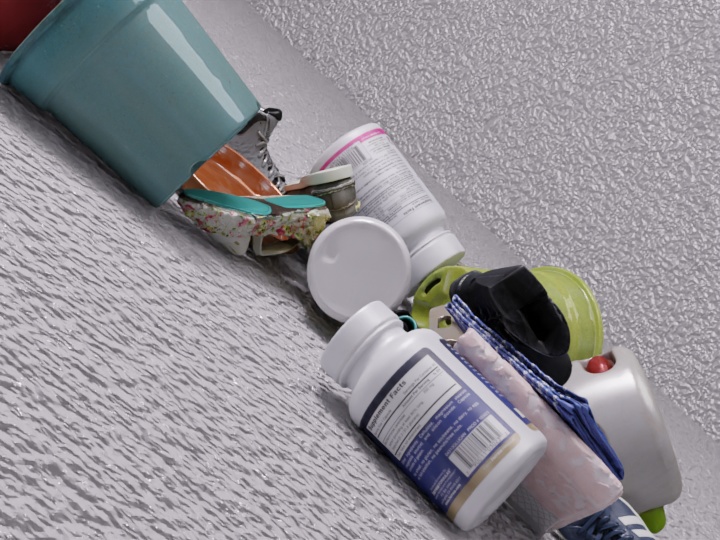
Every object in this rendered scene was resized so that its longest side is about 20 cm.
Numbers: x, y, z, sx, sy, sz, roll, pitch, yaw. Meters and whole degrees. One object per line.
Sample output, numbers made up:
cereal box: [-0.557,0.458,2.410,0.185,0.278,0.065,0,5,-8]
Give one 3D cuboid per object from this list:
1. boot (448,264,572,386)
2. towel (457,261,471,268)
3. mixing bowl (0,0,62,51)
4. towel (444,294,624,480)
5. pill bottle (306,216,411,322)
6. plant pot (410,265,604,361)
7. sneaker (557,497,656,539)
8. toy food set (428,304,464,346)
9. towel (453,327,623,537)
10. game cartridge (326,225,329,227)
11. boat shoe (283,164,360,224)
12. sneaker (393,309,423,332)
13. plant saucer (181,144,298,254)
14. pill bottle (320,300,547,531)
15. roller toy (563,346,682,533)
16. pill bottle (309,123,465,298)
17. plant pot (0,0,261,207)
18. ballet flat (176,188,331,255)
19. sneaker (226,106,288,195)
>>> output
boot: [0.172,0.062,1.335,0.165,0.066,0.200,40,-9,-7]
towel: [0.099,0.011,1.836,0.199,0.022,0.147,30,-24,21]
mixing bowl: [-0.382,-0.302,1.401,0.200,0.109,0.200,40,10,-8]
towel: [0.169,0.112,1.291,0.200,0.024,0.145,43,-7,44]
pill bottle: [0.000,0.000,1.478,0.113,0.113,0.200,40,1,0]
plant pot: [0.162,0.077,1.641,0.183,0.201,0.201,15,25,-42]
sneaker: [0.275,0.292,1.374,0.200,0.075,0.085,41,5,-1]
toy food set: [0.130,0.140,1.446,0.201,0.060,0.144,59,9,-9]
towel: [0.142,0.162,1.283,0.200,0.032,0.191,45,-25,7]
game cartridge: [-0.006,-0.009,1.692,0.133,0.042,0.200,49,11,7]
boat shoe: [-0.044,-0.082,1.565,0.202,0.071,0.061,176,-102,-79]
sneaker: [0.044,0.088,1.394,0.075,0.079,0.200,41,8,15]
plant saucer: [-0.147,-0.089,1.537,0.200,0.032,0.201,39,15,-13]
pill bottle: [0.060,0.123,1.198,0.200,0.111,0.111,44,10,17]
roller toy: [0.266,0.187,1.505,0.183,0.138,0.201,65,9,-48]
pill bottle: [0.035,-0.073,1.681,0.201,0.113,0.113,54,12,11]
plant pot: [-0.213,-0.183,1.323,0.196,0.200,0.200,46,9,-8]
ballet flat: [-0.109,-0.046,1.407,0.199,0.065,0.075,1,19,-44]
sneaker: [-0.116,-0.137,1.660,0.199,0.116,0.075,39,10,-10]
